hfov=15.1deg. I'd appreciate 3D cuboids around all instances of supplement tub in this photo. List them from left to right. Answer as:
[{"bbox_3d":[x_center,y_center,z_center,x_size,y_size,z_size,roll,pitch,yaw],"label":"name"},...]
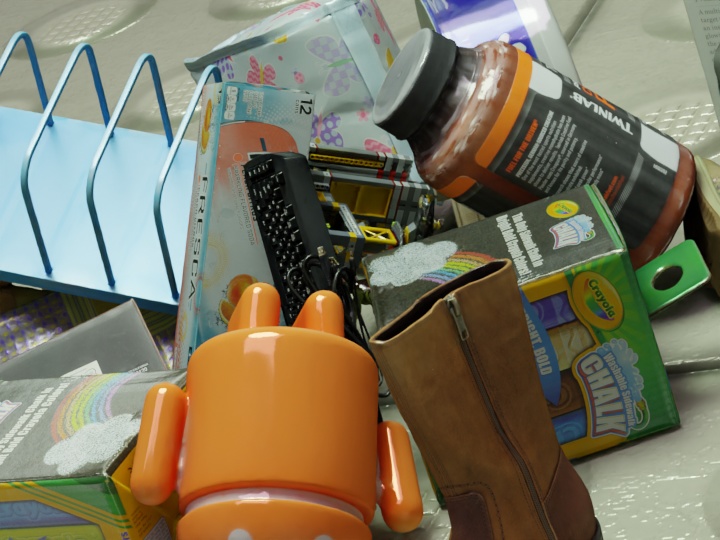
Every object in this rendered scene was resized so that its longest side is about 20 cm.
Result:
[{"bbox_3d":[0.109,-0.078,1.748,0.107,0.200,0.107,-54,17,25],"label":"supplement tub"}]

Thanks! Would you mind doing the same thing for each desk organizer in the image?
[{"bbox_3d":[-0.217,0.104,1.778,0.200,0.072,0.077,-26,-21,-3],"label":"desk organizer"}]

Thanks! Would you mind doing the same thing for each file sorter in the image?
[{"bbox_3d":[-0.197,-0.076,1.840,0.200,0.123,0.139,10,54,14],"label":"file sorter"}]

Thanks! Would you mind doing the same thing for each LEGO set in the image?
[{"bbox_3d":[0.000,0.000,1.820,0.116,0.154,0.200,7,15,-16],"label":"LEGO set"}]

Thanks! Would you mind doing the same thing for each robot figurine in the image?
[{"bbox_3d":[-0.045,0.110,1.572,0.116,0.144,0.200,-15,61,36],"label":"robot figurine"}]

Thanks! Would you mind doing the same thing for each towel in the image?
[{"bbox_3d":[-0.194,0.071,1.848,0.200,0.023,0.144,-21,62,1],"label":"towel"}]

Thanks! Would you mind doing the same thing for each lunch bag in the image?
[{"bbox_3d":[-0.016,-0.114,1.985,0.127,0.170,0.200,-30,8,-23],"label":"lunch bag"}]

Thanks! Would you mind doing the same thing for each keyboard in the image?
[{"bbox_3d":[-0.035,0.024,1.676,0.040,0.200,0.104,-17,-1,-30],"label":"keyboard"}]

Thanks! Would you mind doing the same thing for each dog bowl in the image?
[{"bbox_3d":[0.107,-0.116,1.899,0.079,0.200,0.200,-21,23,-1],"label":"dog bowl"}]

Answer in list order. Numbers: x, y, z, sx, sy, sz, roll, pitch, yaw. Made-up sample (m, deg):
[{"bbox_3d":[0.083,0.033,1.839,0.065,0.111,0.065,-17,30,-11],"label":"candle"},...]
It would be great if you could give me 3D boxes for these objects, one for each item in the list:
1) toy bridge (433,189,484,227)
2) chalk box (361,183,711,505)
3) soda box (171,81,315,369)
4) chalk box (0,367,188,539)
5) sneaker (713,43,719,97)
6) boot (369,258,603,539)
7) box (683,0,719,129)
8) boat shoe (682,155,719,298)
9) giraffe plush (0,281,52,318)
[{"bbox_3d":[0.062,-0.070,1.849,0.027,0.200,0.067,-15,-22,-3],"label":"toy bridge"},{"bbox_3d":[0.117,0.036,1.657,0.200,0.124,0.125,-18,22,2],"label":"chalk box"},{"bbox_3d":[-0.076,-0.021,1.764,0.063,0.200,0.068,6,1,-15],"label":"soda box"},{"bbox_3d":[-0.185,0.146,1.653,0.200,0.124,0.124,-6,28,31],"label":"chalk box"},{"bbox_3d":[0.308,-0.078,1.734,0.075,0.200,0.079,-44,-12,-17],"label":"sneaker"},{"bbox_3d":[0.051,0.120,1.420,0.188,0.200,0.068,-36,28,-34],"label":"boot"},{"bbox_3d":[0.308,-0.156,1.828,0.106,0.200,0.152,-2,28,36],"label":"box"},{"bbox_3d":[0.250,-0.020,1.749,0.063,0.073,0.200,-8,26,-5],"label":"boat shoe"},{"bbox_3d":[-0.170,0.005,1.956,0.162,0.173,0.200,5,-3,26],"label":"giraffe plush"}]
